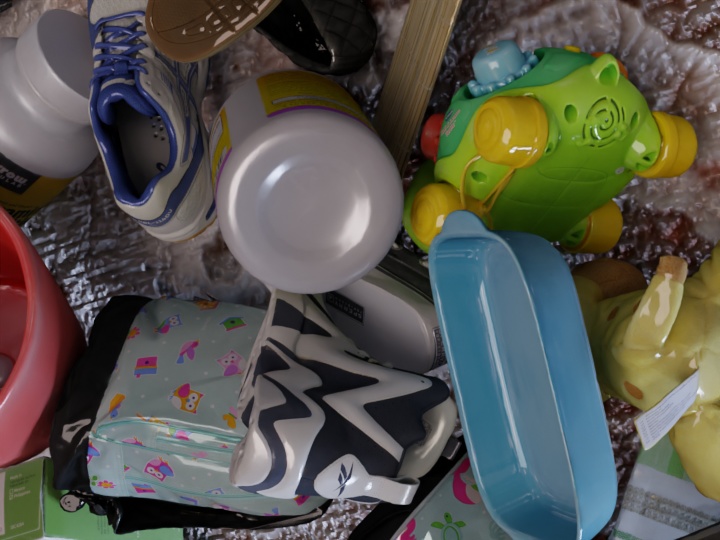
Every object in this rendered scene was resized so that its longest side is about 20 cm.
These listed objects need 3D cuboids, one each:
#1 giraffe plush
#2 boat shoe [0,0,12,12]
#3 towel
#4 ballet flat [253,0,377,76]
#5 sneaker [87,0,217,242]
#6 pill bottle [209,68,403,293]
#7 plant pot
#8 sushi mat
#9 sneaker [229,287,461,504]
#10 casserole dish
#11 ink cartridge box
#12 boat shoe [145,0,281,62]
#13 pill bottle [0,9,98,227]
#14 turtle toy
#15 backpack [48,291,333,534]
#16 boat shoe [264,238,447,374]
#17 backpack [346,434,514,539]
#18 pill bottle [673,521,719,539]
[{"bbox_3d":[0.162,0.047,0.817,0.162,0.200,0.173,6,104,49],"label":"giraffe plush"},{"bbox_3d":[-0.321,-0.162,1.012,0.200,0.075,0.062,-17,98,30],"label":"boat shoe"},{"bbox_3d":[0.234,0.196,0.906,0.149,0.031,0.200,20,113,15],"label":"towel"},{"bbox_3d":[-0.075,-0.193,0.895,0.200,0.057,0.066,33,117,12],"label":"ballet flat"},{"bbox_3d":[-0.138,-0.120,0.882,0.075,0.088,0.200,-20,77,11],"label":"sneaker"},{"bbox_3d":[-0.039,-0.064,0.837,0.104,0.200,0.104,-2,109,-7],"label":"pill bottle"},{"bbox_3d":[-0.279,0.054,0.934,0.200,0.177,0.201,-2,75,9],"label":"plant pot"},{"bbox_3d":[0.034,-0.132,0.852,0.012,0.096,0.200,12,116,-13],"label":"sushi mat"},{"bbox_3d":[-0.004,0.075,0.834,0.130,0.199,0.080,18,110,-8],"label":"sneaker"},{"bbox_3d":[0.090,0.061,0.751,0.121,0.039,0.200,-178,74,-69],"label":"casserole dish"},{"bbox_3d":[-0.202,0.195,1.043,0.104,0.200,0.059,-19,64,30],"label":"ink cartridge box"},{"bbox_3d":[-0.050,-0.205,0.846,0.200,0.065,0.071,-45,83,11],"label":"boat shoe"},{"bbox_3d":[-0.256,-0.094,0.983,0.200,0.112,0.112,-36,90,31],"label":"pill bottle"},{"bbox_3d":[0.092,-0.065,0.826,0.200,0.146,0.101,-52,46,44],"label":"turtle toy"},{"bbox_3d":[-0.098,0.097,0.946,0.200,0.167,0.127,10,145,8],"label":"backpack"},{"bbox_3d":[0.000,0.000,0.923,0.200,0.068,0.072,31,128,37],"label":"boat shoe"},{"bbox_3d":[0.061,0.194,0.883,0.151,0.178,0.200,38,132,12],"label":"backpack"},{"bbox_3d":[0.198,0.209,0.789,0.114,0.200,0.114,164,90,-72],"label":"pill bottle"}]
